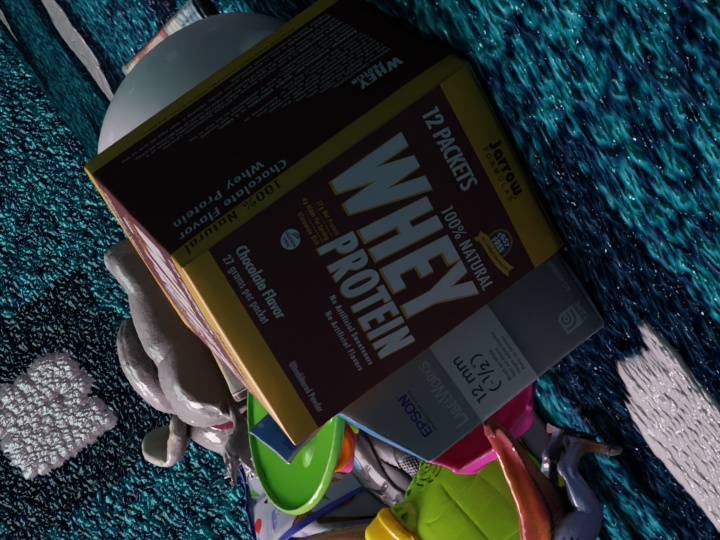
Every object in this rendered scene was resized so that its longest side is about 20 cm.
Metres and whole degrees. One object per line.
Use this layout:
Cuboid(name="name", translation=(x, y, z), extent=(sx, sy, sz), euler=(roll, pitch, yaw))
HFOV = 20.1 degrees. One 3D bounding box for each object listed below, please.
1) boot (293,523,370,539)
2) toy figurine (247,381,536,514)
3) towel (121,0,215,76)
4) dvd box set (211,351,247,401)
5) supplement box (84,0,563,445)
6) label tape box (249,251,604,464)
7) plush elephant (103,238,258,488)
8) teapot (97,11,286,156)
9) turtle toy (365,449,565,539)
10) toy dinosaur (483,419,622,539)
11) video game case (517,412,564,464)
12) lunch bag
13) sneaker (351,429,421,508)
Cuboid(name="boot", translation=(0.017, 0.290, 1.654), extent=(0.072, 0.198, 0.168), euler=(138, 125, -76))
Cuboid(name="toy figurine", translation=(0.038, 0.067, 1.394), extent=(0.150, 0.182, 0.202), euler=(42, 125, 57))
Cuboid(name="towel", translation=(-0.121, -0.123, 1.760), extent=(0.201, 0.022, 0.146), euler=(56, 139, 1))
Cuboid(name="dvd box set", translation=(-0.074, -0.024, 1.516), extent=(0.201, 0.145, 0.029), euler=(61, 173, 13))
Cuboid(name="supplement box", translation=(-0.026, -0.039, 1.199), extent=(0.133, 0.197, 0.200), euler=(59, 170, -28))
Cuboid(name="label tape box", translation=(0.036, 0.065, 1.232), extent=(0.066, 0.200, 0.143), euler=(52, 172, -8))
Cuboid(name="plush elephant", translation=(-0.108, 0.079, 1.591), extent=(0.155, 0.163, 0.202), euler=(117, 144, -74))
Cuboid(name="teapot", translation=(-0.077, -0.066, 1.405), extent=(0.146, 0.197, 0.200), euler=(48, 178, 33))
Cuboid(name="turtle toy", translation=(0.108, 0.206, 1.503), extent=(0.200, 0.146, 0.101), euler=(47, -175, 34))
Cuboid(name="toy dinosaur", translation=(0.125, 0.198, 1.378), extent=(0.198, 0.183, 0.105), euler=(13, -179, -28))
Cuboid(name="video game case", translation=(0.106, 0.111, 1.620), extent=(0.201, 0.023, 0.182), euler=(54, 172, 10))
Cuboid(name="lunch bag", translation=(-0.007, 0.177, 1.771), extent=(0.124, 0.199, 0.171), euler=(59, -173, -36))
Cuboid(name="sneaker", translation=(0.044, 0.155, 1.638), extent=(0.200, 0.082, 0.073), euler=(48, 166, 22))
